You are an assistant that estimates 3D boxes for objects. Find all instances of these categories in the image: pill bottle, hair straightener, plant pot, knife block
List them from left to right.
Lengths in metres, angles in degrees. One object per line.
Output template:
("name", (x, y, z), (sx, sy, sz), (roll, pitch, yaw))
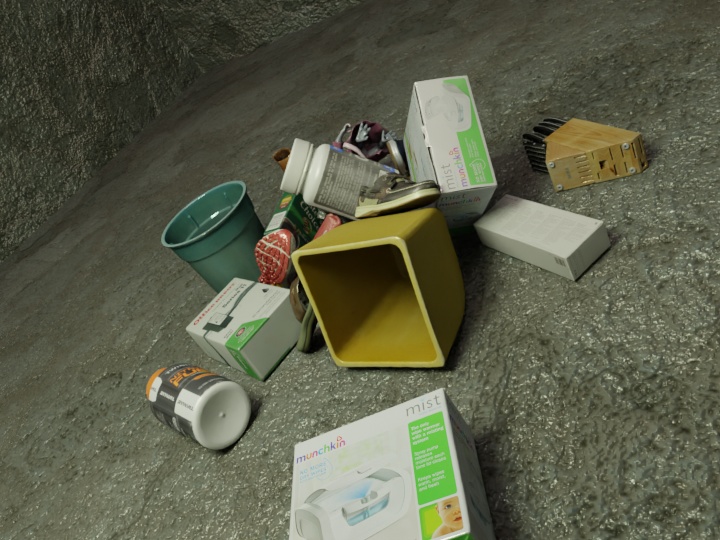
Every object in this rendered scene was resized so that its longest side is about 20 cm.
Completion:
("pill bottle", (-0.274, 0.212, 0.980), (0.199, 0.107, 0.106), (6, 48, 46))
("plant pot", (-0.266, -0.043, 1.234), (0.198, 0.197, 0.201), (-23, 32, 15))
("hair straightener", (-0.077, -0.008, 1.121), (0.041, 0.077, 0.202), (29, 98, 23))
("pill bottle", (-0.037, -0.159, 1.085), (0.114, 0.198, 0.115), (-162, 90, -79))
("plant pot", (0.054, 0.007, 0.905), (0.192, 0.197, 0.200), (-6, 24, 36))
("knife block", (0.378, -0.220, 1.034), (0.198, 0.064, 0.177), (-11, 38, 31))

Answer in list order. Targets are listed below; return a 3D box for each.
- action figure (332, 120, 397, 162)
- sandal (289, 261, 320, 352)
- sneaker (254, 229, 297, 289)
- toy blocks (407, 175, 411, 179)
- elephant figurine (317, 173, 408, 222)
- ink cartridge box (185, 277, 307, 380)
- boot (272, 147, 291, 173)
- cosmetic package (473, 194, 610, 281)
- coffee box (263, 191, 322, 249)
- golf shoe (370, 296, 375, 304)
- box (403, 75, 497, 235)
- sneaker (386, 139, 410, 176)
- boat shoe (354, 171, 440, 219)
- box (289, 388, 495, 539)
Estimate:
("action figure", (-0.006, -0.239, 1.322), (0.200, 0.134, 0.150), (-32, 25, 51))
("sandal", (-0.089, 0.048, 0.970), (0.057, 0.203, 0.080), (18, 30, 3))
("sneaker", (-0.146, -0.016, 1.121), (0.078, 0.201, 0.082), (39, 59, 12))
("toy blocks", (0.116, -0.153, 1.166), (0.200, 0.100, 0.136), (-41, 21, -16))
("elephant figurine", (0.011, -0.156, 1.226), (0.197, 0.142, 0.157), (-13, 63, 2))
("ink cartridge box", (-0.205, 0.099, 1.094), (0.199, 0.083, 0.147), (8, 49, 47))
("boot", (-0.105, -0.213, 1.356), (0.077, 0.155, 0.199), (-50, 35, -12))
("cosmetic package", (0.270, -0.055, 0.917), (0.082, 0.051, 0.200), (-42, 33, -10))
("coffee box", (-0.127, -0.096, 1.257), (0.044, 0.124, 0.201), (-16, 34, 26))
("golf shoe", (0.000, 0.000, 1.077), (0.091, 0.073, 0.201), (4, 43, 9))
("box", (0.138, -0.182, 0.994), (0.095, 0.177, 0.202), (-8, 70, -5))
("sneaker", (0.124, -0.242, 1.209), (0.107, 0.071, 0.200), (-22, -4, 17))
("boat shoe", (0.048, -0.121, 0.939), (0.072, 0.066, 0.199), (-7, -1, -33))
("box", (0.031, 0.253, 0.652), (0.198, 0.097, 0.177), (-24, 34, 16))
